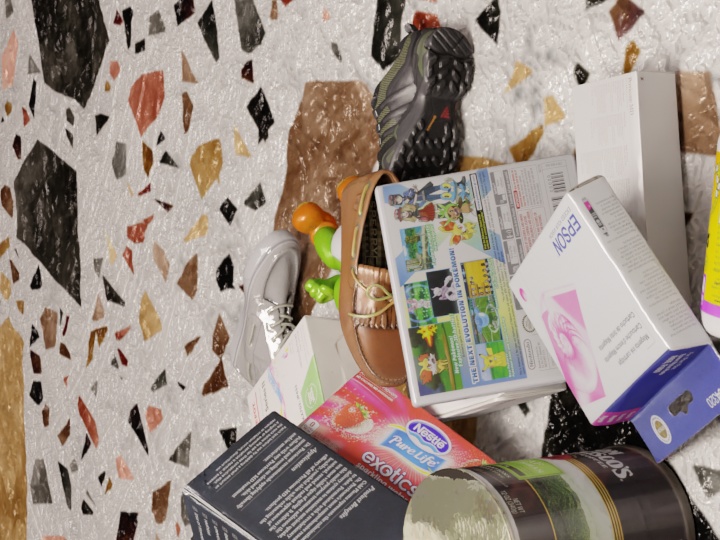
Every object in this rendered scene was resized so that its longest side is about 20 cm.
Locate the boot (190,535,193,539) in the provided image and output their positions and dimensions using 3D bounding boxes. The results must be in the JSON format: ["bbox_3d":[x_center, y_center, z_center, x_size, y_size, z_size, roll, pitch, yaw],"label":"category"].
[{"bbox_3d":[-0.100,0.348,1.556,0.132,0.070,0.201,-19,87,51],"label":"boot"}]

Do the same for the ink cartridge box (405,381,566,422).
[{"bbox_3d":[0.103,0.033,1.482,0.147,0.083,0.201,-24,72,54],"label":"ink cartridge box"}]

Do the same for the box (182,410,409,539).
[{"bbox_3d":[-0.040,0.268,1.426,0.196,0.124,0.200,32,146,30],"label":"box"}]

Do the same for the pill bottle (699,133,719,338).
[{"bbox_3d":[0.311,-0.048,1.165,0.104,0.104,0.201,16,104,53],"label":"pill bottle"}]

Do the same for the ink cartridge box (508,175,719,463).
[{"bbox_3d":[0.203,0.051,1.265,0.200,0.043,0.196,61,161,16],"label":"ink cartridge box"}]

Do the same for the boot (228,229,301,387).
[{"bbox_3d":[-0.088,0.057,1.778,0.096,0.073,0.200,46,136,36],"label":"boot"}]

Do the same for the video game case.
[{"bbox_3d":[0.118,0.008,1.395,0.022,0.182,0.201,89,172,-79],"label":"video game case"}]

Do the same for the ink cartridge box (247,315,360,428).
[{"bbox_3d":[-0.064,0.154,1.712,0.200,0.067,0.117,-55,38,42],"label":"ink cartridge box"}]

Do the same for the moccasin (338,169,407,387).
[{"bbox_3d":[0.024,0.007,1.468,0.078,0.073,0.202,156,118,-65],"label":"moccasin"}]

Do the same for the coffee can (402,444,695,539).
[{"bbox_3d":[0.157,0.227,1.314,0.146,0.200,0.147,4,95,54],"label":"coffee can"}]

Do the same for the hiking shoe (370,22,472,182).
[{"bbox_3d":[0.050,-0.144,1.566,0.101,0.076,0.200,26,100,60],"label":"hiking shoe"}]

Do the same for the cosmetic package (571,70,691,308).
[{"bbox_3d":[0.228,-0.062,1.327,0.082,0.051,0.201,-6,87,58],"label":"cosmetic package"}]

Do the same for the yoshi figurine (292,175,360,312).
[{"bbox_3d":[-0.003,-0.010,1.590,0.200,0.112,0.113,63,145,39],"label":"yoshi figurine"}]

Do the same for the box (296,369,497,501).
[{"bbox_3d":[0.043,0.195,1.456,0.200,0.100,0.096,35,147,24],"label":"box"}]
